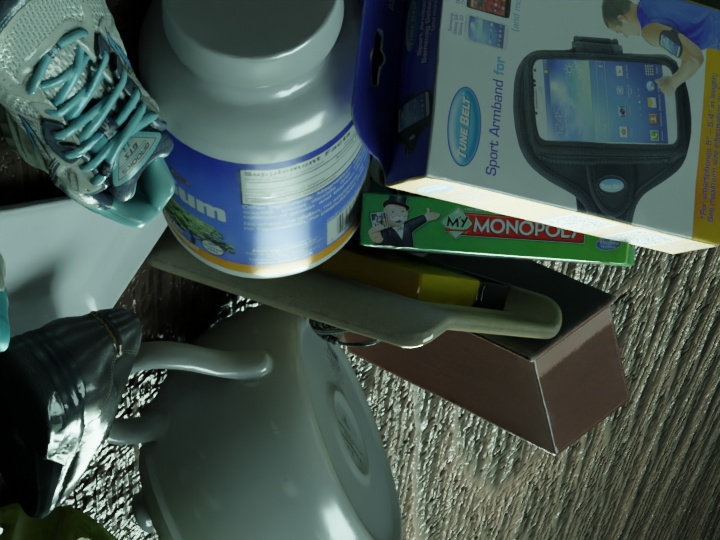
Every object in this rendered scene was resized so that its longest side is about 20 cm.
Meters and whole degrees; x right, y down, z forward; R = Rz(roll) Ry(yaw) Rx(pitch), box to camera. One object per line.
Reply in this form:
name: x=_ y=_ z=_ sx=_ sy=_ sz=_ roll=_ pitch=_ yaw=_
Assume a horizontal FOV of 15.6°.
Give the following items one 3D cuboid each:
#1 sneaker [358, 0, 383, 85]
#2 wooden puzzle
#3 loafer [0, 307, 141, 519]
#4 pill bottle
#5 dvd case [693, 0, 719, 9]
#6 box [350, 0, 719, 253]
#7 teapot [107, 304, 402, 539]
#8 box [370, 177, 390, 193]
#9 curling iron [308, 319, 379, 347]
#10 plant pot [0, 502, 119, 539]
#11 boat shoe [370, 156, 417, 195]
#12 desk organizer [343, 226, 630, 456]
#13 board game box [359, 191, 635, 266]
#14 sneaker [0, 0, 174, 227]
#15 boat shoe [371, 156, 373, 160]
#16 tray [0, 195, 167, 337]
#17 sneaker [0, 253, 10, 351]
sneaker: x=0.020 y=-0.162 z=1.268 sx=0.078 sy=0.066 sz=0.200 roll=-11 pitch=126 yaw=-4
wooden puzzle: x=0.000 y=0.000 z=1.465 sx=0.200 sy=0.185 sz=0.037 roll=-3 pitch=109 yaw=-65
loafer: x=-0.158 y=0.079 z=1.411 sx=0.072 sy=0.073 sz=0.200 roll=-30 pitch=170 yaw=-23
pill bottle: x=-0.050 y=-0.086 z=1.266 sx=0.112 sy=0.112 sz=0.200 roll=-39 pitch=160 yaw=-17
dvd case: x=0.148 y=-0.096 z=1.505 sx=0.200 sy=0.022 sz=0.146 roll=-4 pitch=-130 yaw=57
box: x=0.089 y=-0.084 z=1.241 sx=0.200 sy=0.119 sz=0.041 roll=12 pitch=168 yaw=-34
teapot: x=-0.072 y=0.120 z=1.587 sx=0.146 sy=0.200 sz=0.197 roll=-20 pitch=-176 yaw=11
box: x=0.073 y=-0.110 z=1.522 sx=0.200 sy=0.049 sz=0.082 roll=-52 pitch=-173 yaw=21
curling iron: x=0.029 y=-0.025 z=1.605 sx=0.200 sy=0.050 sz=0.026 roll=-56 pitch=152 yaw=-35
plant pot: x=-0.179 y=0.234 z=1.587 sx=0.200 sy=0.200 sz=0.184 roll=-41 pitch=149 yaw=-11
boat shoe: x=0.099 y=-0.090 z=1.423 sx=0.200 sy=0.060 sz=0.074 roll=-31 pitch=158 yaw=-15
desk organizer: x=0.068 y=0.034 z=1.606 sx=0.072 sy=0.200 sz=0.077 roll=-35 pitch=128 yaw=-27
board game box: x=0.078 y=-0.020 z=1.392 sx=0.200 sy=0.134 sz=0.029 roll=3 pitch=90 yaw=-84
sneaker: x=-0.121 y=-0.081 z=1.167 sx=0.078 sy=0.086 sz=0.200 roll=-43 pitch=161 yaw=-7
boat shoe: x=-0.001 y=-0.111 z=1.426 sx=0.062 sy=0.073 sz=0.200 roll=4 pitch=157 yaw=-5
tray: x=-0.172 y=-0.003 z=1.323 sx=0.107 sy=0.022 sz=0.200 roll=-53 pitch=159 yaw=26
sneaker: x=-0.232 y=0.065 z=1.218 sx=0.077 sy=0.080 sz=0.200 roll=23 pitch=118 yaw=-39
